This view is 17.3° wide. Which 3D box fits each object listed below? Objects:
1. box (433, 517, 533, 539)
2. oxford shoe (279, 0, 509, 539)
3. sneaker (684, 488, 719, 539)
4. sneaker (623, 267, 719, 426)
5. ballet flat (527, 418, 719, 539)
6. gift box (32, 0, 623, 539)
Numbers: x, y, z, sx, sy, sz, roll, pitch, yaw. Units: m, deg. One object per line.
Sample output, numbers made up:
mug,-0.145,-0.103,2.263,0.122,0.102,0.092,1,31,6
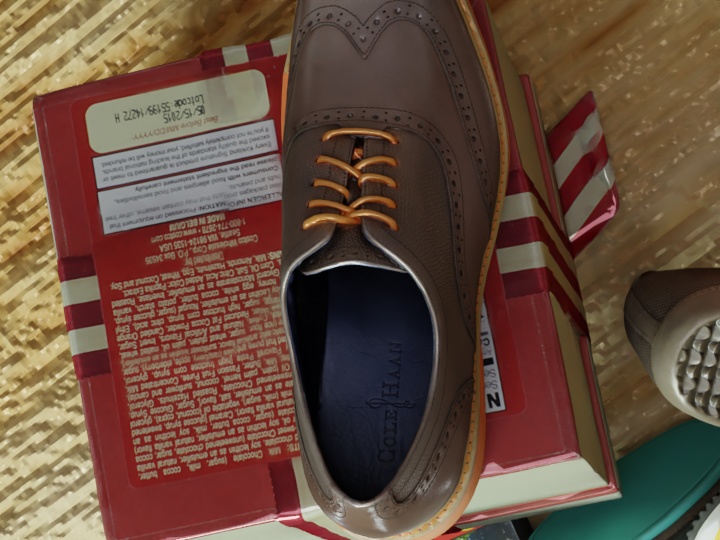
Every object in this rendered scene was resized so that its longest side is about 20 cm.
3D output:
box,0.026,0.177,0.954,0.137,0.038,0.200,-23,100,12
oxford shoe,0.008,-0.019,0.711,0.071,0.073,0.200,-6,79,9
sneaker,0.156,0.172,0.873,0.090,0.070,0.200,22,123,29
sneaker,0.193,0.033,0.889,0.200,0.076,0.070,16,107,-20
ballet flat,0.078,0.130,0.887,0.200,0.068,0.068,-31,112,-27
gift box,0.000,0.000,0.842,0.184,0.187,0.200,-8,79,8
